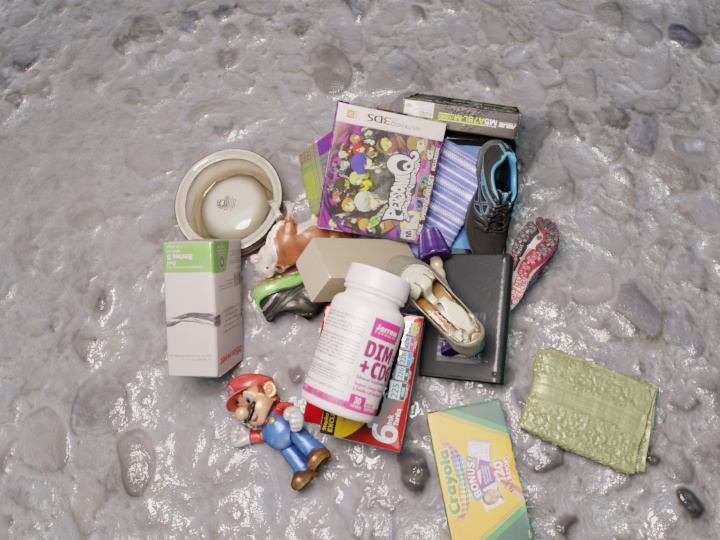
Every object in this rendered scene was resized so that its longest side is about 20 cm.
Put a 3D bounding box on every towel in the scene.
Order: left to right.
[{"bbox_3d":[-0.021,-0.197,1.101,0.197,0.023,0.147,-26,65,26],"label":"towel"},{"bbox_3d":[0.118,-0.121,1.043,0.143,0.024,0.203,29,103,1],"label":"towel"},{"bbox_3d":[0.353,0.216,0.950,0.196,0.037,0.151,18,74,11],"label":"towel"}]

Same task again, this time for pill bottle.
[{"bbox_3d":[-0.002,0.101,0.871,0.111,0.113,0.204,17,84,12],"label":"pill bottle"}]

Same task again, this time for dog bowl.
[{"bbox_3d":[-0.229,-0.113,1.106,0.195,0.074,0.205,-2,71,5],"label":"dog bowl"}]

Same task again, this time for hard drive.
[{"bbox_3d":[0.169,0.073,0.985,0.137,0.033,0.205,0,76,31],"label":"hard drive"}]

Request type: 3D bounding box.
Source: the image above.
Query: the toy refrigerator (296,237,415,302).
[{"bbox_3d":[0.000,0.000,0.985,0.197,0.070,0.077,-1,54,-41],"label":"toy refrigerator"}]

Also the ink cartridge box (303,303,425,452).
[{"bbox_3d":[0.000,0.160,0.962,0.171,0.084,0.205,10,82,10],"label":"ink cartridge box"}]

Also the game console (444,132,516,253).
[{"bbox_3d":[0.162,-0.131,1.055,0.195,0.179,0.118,5,41,7],"label":"game console"}]

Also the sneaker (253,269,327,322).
[{"bbox_3d":[-0.082,0.037,1.049,0.195,0.077,0.086,-14,103,-6],"label":"sneaker"}]

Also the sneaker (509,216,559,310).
[{"bbox_3d":[0.262,0.009,1.018,0.200,0.075,0.081,-47,61,2],"label":"sneaker"}]

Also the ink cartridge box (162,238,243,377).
[{"bbox_3d":[-0.245,0.054,0.974,0.082,0.145,0.206,0,94,6],"label":"ink cartridge box"}]

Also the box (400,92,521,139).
[{"bbox_3d":[0.178,-0.273,1.071,0.195,0.193,0.049,10,108,8],"label":"box"}]

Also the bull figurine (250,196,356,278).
[{"bbox_3d":[-0.100,-0.061,1.042,0.196,0.065,0.125,-12,106,-25],"label":"bull figurine"}]

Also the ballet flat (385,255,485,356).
[{"bbox_3d":[0.111,0.039,0.905,0.067,0.064,0.200,-40,68,-9],"label":"ballet flat"}]

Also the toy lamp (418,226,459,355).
[{"bbox_3d":[0.130,0.028,0.969,0.057,0.058,0.204,-13,68,1],"label":"toy lamp"}]

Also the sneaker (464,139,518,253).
[{"bbox_3d":[0.214,-0.105,0.993,0.071,0.082,0.205,-2,108,-6],"label":"sneaker"}]

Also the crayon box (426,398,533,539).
[{"bbox_3d":[0.175,0.308,0.922,0.116,0.058,0.205,-11,70,1],"label":"crayon box"}]

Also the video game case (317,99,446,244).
[{"bbox_3d":[0.032,-0.155,0.989,0.177,0.036,0.205,9,108,-10],"label":"video game case"}]

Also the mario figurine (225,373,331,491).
[{"bbox_3d":[-0.145,0.247,0.950,0.124,0.106,0.200,-45,71,-8],"label":"mario figurine"}]
